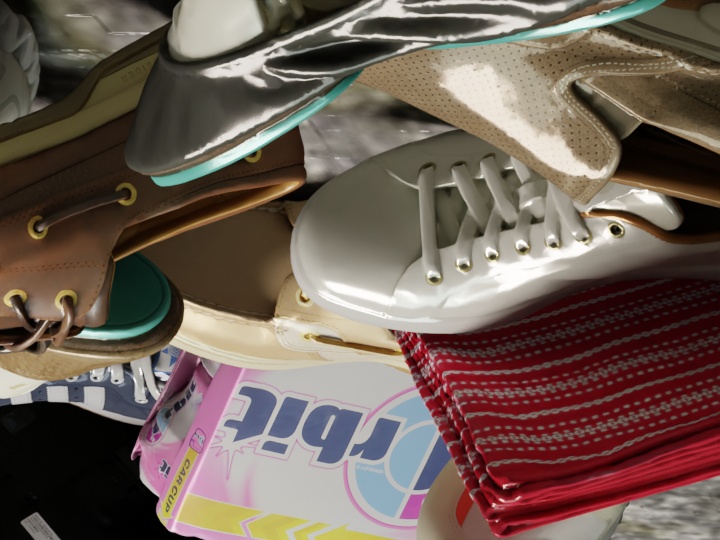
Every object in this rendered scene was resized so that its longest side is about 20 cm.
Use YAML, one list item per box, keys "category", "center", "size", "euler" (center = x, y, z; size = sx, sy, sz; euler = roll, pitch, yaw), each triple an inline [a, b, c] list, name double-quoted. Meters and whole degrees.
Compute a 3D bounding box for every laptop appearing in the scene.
- category: "laptop"
  center: [-0.099, 0.127, 1.236]
  size: [0.177, 0.199, 0.104]
  euler: [41, 153, 38]

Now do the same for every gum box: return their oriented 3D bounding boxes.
- category: "gum box"
  center: [0.008, 0.065, 1.092]
  size: [0.199, 0.114, 0.066]
  euler: [14, -156, -27]

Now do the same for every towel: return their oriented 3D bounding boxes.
- category: "towel"
  center: [0.092, 0.028, 0.864]
  size: [0.144, 0.023, 0.200]
  euler: [-15, -161, -5]

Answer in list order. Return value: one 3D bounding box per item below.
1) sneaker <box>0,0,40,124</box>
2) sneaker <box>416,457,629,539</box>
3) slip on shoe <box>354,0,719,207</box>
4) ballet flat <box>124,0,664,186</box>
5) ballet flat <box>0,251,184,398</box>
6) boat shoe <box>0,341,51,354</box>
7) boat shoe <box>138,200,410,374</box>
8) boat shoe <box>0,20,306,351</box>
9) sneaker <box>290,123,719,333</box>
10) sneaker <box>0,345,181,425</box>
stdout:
- category: "sneaker"
  center: [-0.149, -0.060, 0.787]
  size: [0.075, 0.082, 0.200]
  euler: [2, 166, 6]
- category: "sneaker"
  center: [0.101, 0.047, 0.968]
  size: [0.199, 0.070, 0.094]
  euler: [-32, 150, -21]
- category: "slip on shoe"
  center: [0.068, -0.053, 0.770]
  size: [0.199, 0.061, 0.076]
  euler: [9, 164, -13]
- category: "ballet flat"
  center: [0.000, -0.084, 0.684]
  size: [0.199, 0.068, 0.069]
  euler: [-19, 117, 35]
- category: "ballet flat"
  center: [-0.156, 0.009, 0.969]
  size: [0.199, 0.068, 0.073]
  euler: [17, 132, 16]
- category: "boat shoe"
  center: [-0.128, 0.005, 0.881]
  size: [0.200, 0.061, 0.072]
  euler: [-25, 164, -22]
- category: "boat shoe"
  center: [0.000, 0.000, 0.986]
  size: [0.199, 0.074, 0.069]
  euler: [8, 153, -14]
- category: "boat shoe"
  center: [-0.102, -0.009, 0.771]
  size: [0.200, 0.068, 0.072]
  euler: [-33, -179, -22]
- category: "sneaker"
  center: [0.069, -0.030, 0.852]
  size: [0.199, 0.073, 0.085]
  euler: [-8, 160, 7]
- category: "sneaker"
  center: [-0.122, 0.034, 1.126]
  size: [0.199, 0.071, 0.108]
  euler: [10, 170, -41]
